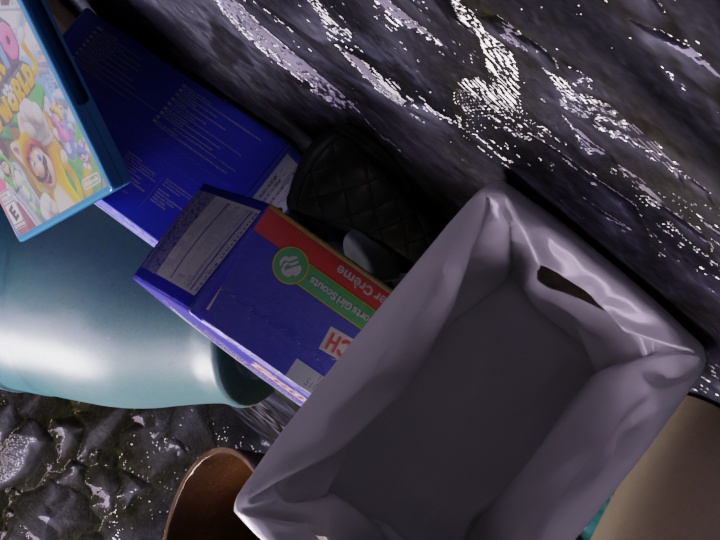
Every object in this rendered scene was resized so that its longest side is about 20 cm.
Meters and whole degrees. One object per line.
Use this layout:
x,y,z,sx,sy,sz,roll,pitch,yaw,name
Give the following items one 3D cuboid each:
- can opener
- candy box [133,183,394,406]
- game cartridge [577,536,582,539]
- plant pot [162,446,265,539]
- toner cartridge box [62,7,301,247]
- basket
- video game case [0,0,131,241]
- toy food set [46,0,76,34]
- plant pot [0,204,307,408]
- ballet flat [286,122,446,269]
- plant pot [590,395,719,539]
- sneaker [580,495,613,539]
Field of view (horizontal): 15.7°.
0.000,0.000,1.614,0.200,0.052,0.067,-170,66,-72,can opener
-0.024,0.032,1.415,0.169,0.077,0.200,37,177,-14,candy box
0.136,0.172,1.588,0.199,0.134,0.042,32,-145,5,game cartridge
-0.005,0.212,1.690,0.199,0.189,0.187,4,-169,-28,plant pot
-0.127,-0.075,1.588,0.200,0.095,0.043,35,171,36,toner cartridge box
0.050,0.077,1.237,0.135,0.200,0.123,39,177,3,basket
-0.216,-0.125,1.566,0.143,0.018,0.201,-22,94,58,video game case
-0.253,-0.183,1.750,0.200,0.049,0.198,40,172,8,toy food set
-0.138,0.006,1.758,0.187,0.201,0.200,14,161,25,plant pot
0.029,-0.001,1.395,0.200,0.057,0.066,45,169,-31,ballet flat
0.171,0.200,1.323,0.187,0.200,0.187,39,171,7,plant pot
0.093,0.088,1.508,0.200,0.080,0.078,34,170,44,sneaker
